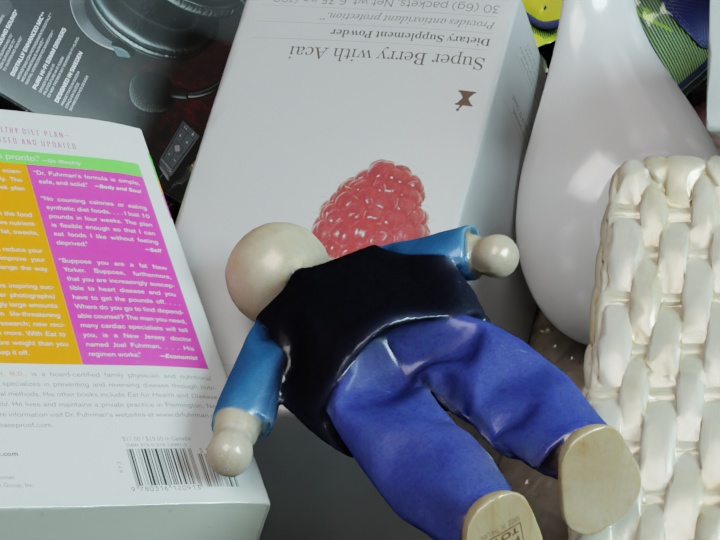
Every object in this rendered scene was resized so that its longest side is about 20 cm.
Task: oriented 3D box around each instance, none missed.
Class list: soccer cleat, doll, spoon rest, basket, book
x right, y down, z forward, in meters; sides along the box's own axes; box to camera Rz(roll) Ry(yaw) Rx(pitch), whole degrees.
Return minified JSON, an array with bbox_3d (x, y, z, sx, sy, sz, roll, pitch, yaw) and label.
[{"bbox_3d":[0.066,-0.123,1.245,0.200,0.065,0.084,22,69,28],"label":"soccer cleat"},{"bbox_3d":[0.007,0.036,0.995,0.136,0.049,0.200,-33,40,-13],"label":"doll"},{"bbox_3d":[0.108,-0.067,1.143,0.099,0.201,0.061,-3,10,-22],"label":"spoon rest"},{"bbox_3d":[0.185,0.073,1.020,0.197,0.161,0.201,-1,56,18],"label":"basket"},{"bbox_3d":[-0.121,0.020,1.038,0.133,0.048,0.200,1,43,-22],"label":"book"}]

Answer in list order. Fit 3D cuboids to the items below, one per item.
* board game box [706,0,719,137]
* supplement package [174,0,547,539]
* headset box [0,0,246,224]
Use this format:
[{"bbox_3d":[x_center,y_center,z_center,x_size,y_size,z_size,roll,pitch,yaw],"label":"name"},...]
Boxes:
[{"bbox_3d":[0.221,-0.069,1.074,0.147,0.200,0.065,1,87,18],"label":"board game box"},{"bbox_3d":[0.000,0.000,1.149,0.121,0.120,0.201,4,60,19],"label":"supplement package"},{"bbox_3d":[-0.129,-0.117,1.226,0.200,0.077,0.149,32,62,-16],"label":"headset box"}]
